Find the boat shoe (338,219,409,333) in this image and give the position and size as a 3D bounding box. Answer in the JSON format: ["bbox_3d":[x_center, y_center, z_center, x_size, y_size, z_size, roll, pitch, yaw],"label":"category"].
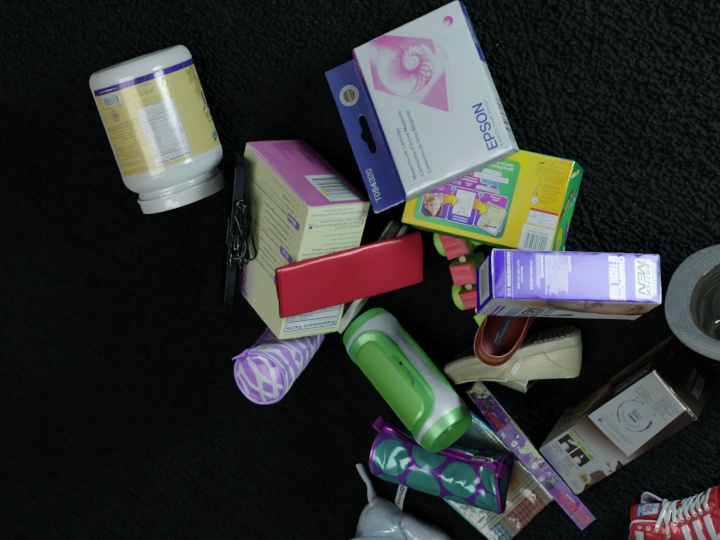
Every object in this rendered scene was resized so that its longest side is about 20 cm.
[{"bbox_3d":[-0.001,0.001,1.675,0.060,0.072,0.202,37,127,4],"label":"boat shoe"}]

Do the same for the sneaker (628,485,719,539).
[{"bbox_3d":[0.414,0.305,1.575,0.112,0.071,0.201,33,125,9],"label":"sneaker"}]

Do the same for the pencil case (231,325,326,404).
[{"bbox_3d":[-0.106,0.103,1.704,0.083,0.200,0.086,-22,106,24],"label":"pencil case"}]

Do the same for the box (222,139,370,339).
[{"bbox_3d":[-0.089,-0.044,1.646,0.176,0.096,0.201,45,130,43],"label":"box"}]

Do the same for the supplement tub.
[{"bbox_3d":[-0.273,-0.193,1.697,0.144,0.145,0.201,-9,107,31],"label":"supplement tub"}]

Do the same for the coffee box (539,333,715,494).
[{"bbox_3d":[0.331,0.179,1.542,0.080,0.113,0.200,49,125,2],"label":"coffee box"}]

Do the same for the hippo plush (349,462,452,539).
[{"bbox_3d":[0.033,0.416,1.778,0.158,0.161,0.202,10,115,25],"label":"hippo plush"}]

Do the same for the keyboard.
[{"bbox_3d":[-0.158,-0.047,1.645,0.039,0.104,0.202,2,111,-11],"label":"keyboard"}]

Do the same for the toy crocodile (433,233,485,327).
[{"bbox_3d":[0.138,-0.007,1.600,0.067,0.062,0.201,-13,103,32],"label":"toy crocodile"}]

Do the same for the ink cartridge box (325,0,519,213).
[{"bbox_3d":[0.067,-0.196,1.509,0.199,0.043,0.198,-23,81,17],"label":"ink cartridge box"}]

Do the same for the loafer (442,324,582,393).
[{"bbox_3d":[0.199,0.126,1.615,0.199,0.076,0.069,-15,97,32],"label":"loafer"}]

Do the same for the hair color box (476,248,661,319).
[{"bbox_3d":[0.243,0.018,1.468,0.198,0.109,0.065,0,78,-4],"label":"hair color box"}]

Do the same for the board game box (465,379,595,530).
[{"bbox_3d":[0.217,0.236,1.591,0.032,0.120,0.200,-42,114,-2],"label":"board game box"}]

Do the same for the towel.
[{"bbox_3d":[0.161,0.284,1.737,0.200,0.022,0.147,42,125,7],"label":"towel"}]

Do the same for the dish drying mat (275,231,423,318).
[{"bbox_3d":[-0.013,0.005,1.585,0.018,0.198,0.077,-127,28,-51],"label":"dish drying mat"}]

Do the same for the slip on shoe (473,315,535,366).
[{"bbox_3d":[0.200,0.027,1.546,0.074,0.061,0.201,26,91,5],"label":"slip on shoe"}]

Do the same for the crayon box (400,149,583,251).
[{"bbox_3d":[0.160,-0.092,1.523,0.199,0.058,0.120,15,89,22],"label":"crayon box"}]

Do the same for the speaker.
[{"bbox_3d":[0.061,0.145,1.664,0.200,0.088,0.089,51,127,25],"label":"speaker"}]

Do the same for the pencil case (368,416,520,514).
[{"bbox_3d":[0.111,0.264,1.691,0.199,0.085,0.093,12,133,23],"label":"pencil case"}]

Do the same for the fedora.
[{"bbox_3d":[0.455,0.055,1.414,0.198,0.178,0.091,-3,139,26],"label":"fedora"}]
